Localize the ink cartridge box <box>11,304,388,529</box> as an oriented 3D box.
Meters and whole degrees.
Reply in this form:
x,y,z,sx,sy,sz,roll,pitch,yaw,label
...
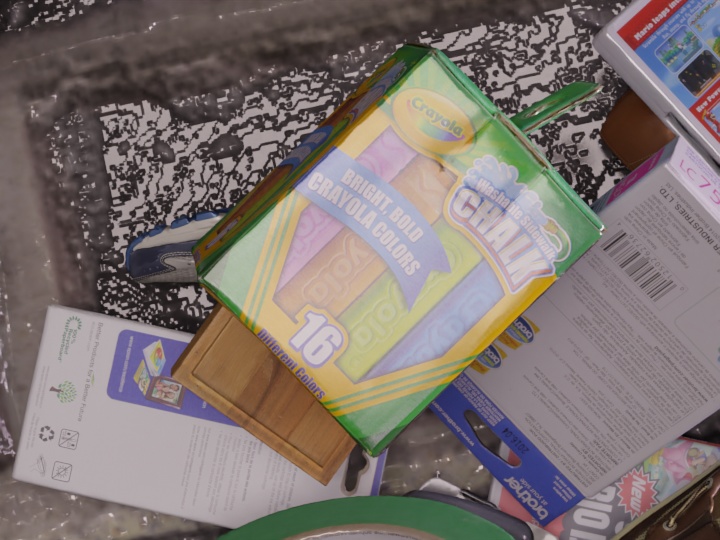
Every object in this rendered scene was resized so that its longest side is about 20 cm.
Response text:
x,y,z,sx,sy,sz,roll,pitch,yaw,label
-0.081,0.086,1.306,0.199,0.039,0.100,13,88,7,ink cartridge box

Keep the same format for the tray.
x,y,z,sx,sy,sz,roll,pitch,yaw,label
0.000,0.000,1.241,0.098,0.037,0.200,35,93,-6,tray

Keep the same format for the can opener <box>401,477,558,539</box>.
x,y,z,sx,sy,sz,roll,pitch,yaw,label
0.106,0.170,1.252,0.199,0.067,0.054,26,90,6,can opener

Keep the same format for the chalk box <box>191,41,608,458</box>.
x,y,z,sx,sy,sz,roll,pitch,yaw,label
0.030,-0.030,1.162,0.200,0.124,0.124,-45,97,0,chalk box

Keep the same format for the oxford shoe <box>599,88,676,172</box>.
x,y,z,sx,sy,sz,roll,pitch,yaw,label
0.206,-0.020,1.282,0.071,0.071,0.200,-42,83,29,oxford shoe

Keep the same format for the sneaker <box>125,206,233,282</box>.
x,y,z,sx,sy,sz,roll,pitch,yaw,label
-0.027,0.007,1.288,0.199,0.077,0.086,-1,91,5,sneaker

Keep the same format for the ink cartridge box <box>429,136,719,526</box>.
x,y,z,sx,sy,sz,roll,pitch,yaw,label
0.128,0.035,1.230,0.119,0.042,0.200,45,120,-8,ink cartridge box

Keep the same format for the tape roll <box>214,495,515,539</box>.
x,y,z,sx,sy,sz,roll,pitch,yaw,label
-0.008,0.184,1.155,0.200,0.201,0.048,-9,119,4,tape roll

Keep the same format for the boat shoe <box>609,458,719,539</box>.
x,y,z,sx,sy,sz,roll,pitch,yaw,label
0.173,0.142,1.211,0.075,0.075,0.202,44,69,0,boat shoe

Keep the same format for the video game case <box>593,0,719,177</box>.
x,y,z,sx,sy,sz,roll,pitch,yaw,label
0.232,-0.086,1.249,0.200,0.017,0.143,48,61,1,video game case

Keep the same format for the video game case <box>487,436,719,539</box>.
x,y,z,sx,sy,sz,roll,pitch,yaw,label
0.162,0.160,1.291,0.199,0.017,0.144,12,88,5,video game case
